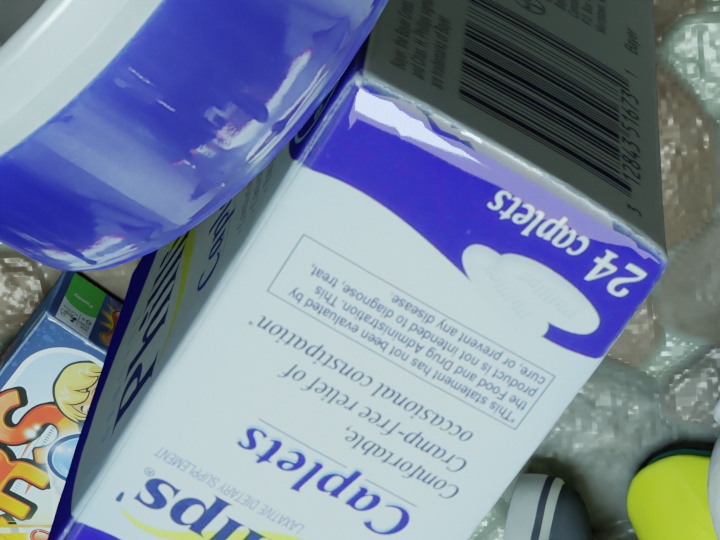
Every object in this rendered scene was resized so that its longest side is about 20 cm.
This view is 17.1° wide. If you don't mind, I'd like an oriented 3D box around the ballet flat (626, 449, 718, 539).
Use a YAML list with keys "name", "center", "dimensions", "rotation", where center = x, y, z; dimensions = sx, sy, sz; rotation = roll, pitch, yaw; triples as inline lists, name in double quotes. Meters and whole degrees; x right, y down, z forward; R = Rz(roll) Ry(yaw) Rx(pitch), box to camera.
- name: "ballet flat"
  center: [0.179, 0.139, 0.869]
  dimensions: [0.200, 0.067, 0.067]
  rotation: [36, 125, -13]

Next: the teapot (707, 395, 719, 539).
- name: "teapot"
  center: [0.214, 0.080, 0.759]
  dimensions: [0.146, 0.197, 0.201]
  rotation: [-36, 116, -14]

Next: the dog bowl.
- name: "dog bowl"
  center: [-0.070, -0.104, 0.686]
  dimensions: [0.079, 0.201, 0.200]
  rotation: [33, 119, -32]

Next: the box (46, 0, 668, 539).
- name: "box"
  center: [0.000, 0.000, 0.748]
  dimensions: [0.104, 0.184, 0.201]
  rotation: [28, 118, -10]

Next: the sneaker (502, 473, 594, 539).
- name: "sneaker"
  center: [0.084, 0.173, 0.847]
  dimensions: [0.079, 0.201, 0.078]
  rotation: [1, 163, 9]

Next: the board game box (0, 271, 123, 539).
- name: "board game box"
  center: [-0.111, 0.110, 0.910]
  dimensions: [0.135, 0.035, 0.200]
  rotation: [33, 118, -11]
